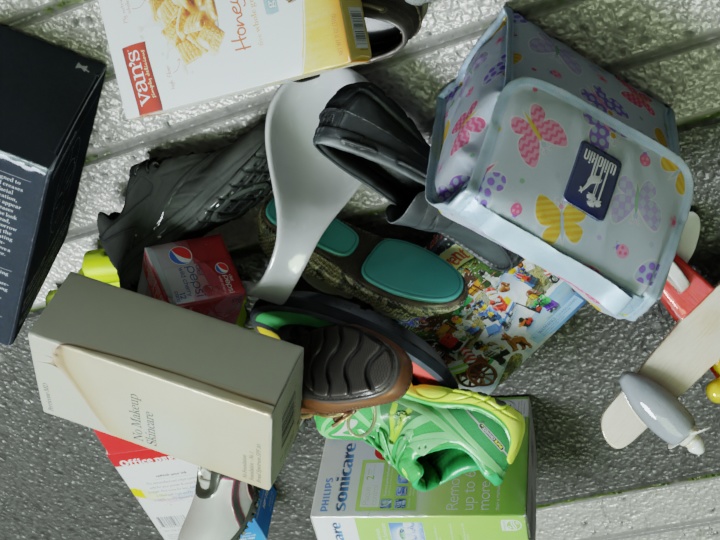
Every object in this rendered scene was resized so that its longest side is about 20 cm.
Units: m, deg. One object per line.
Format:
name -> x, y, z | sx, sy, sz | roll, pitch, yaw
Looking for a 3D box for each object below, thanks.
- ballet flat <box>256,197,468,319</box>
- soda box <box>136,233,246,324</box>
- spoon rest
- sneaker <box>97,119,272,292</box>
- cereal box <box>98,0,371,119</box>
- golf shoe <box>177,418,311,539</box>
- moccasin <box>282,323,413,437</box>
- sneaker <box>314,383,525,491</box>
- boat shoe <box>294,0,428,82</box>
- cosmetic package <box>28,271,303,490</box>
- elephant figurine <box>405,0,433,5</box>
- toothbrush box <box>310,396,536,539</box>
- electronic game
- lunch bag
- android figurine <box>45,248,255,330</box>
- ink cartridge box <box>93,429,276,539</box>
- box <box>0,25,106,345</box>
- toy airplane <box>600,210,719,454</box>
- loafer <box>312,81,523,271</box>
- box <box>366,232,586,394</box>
ballet flat -> 0.000, 0.000, 1.020 | 0.198, 0.068, 0.076 | 24, 140, 17
soda box -> -0.156, 0.059, 1.030 | 0.069, 0.064, 0.201 | -11, 147, -26
spoon rest -> -0.044, -0.065, 0.954 | 0.098, 0.061, 0.202 | 16, 101, -21
sneaker -> -0.147, -0.067, 1.004 | 0.199, 0.076, 0.091 | -38, 77, 15
cereal box -> -0.098, -0.197, 0.853 | 0.198, 0.039, 0.146 | -10, 96, 28
golf shoe -> -0.130, 0.183, 1.138 | 0.088, 0.201, 0.077 | 42, 155, -31
moccasin -> -0.022, 0.092, 0.985 | 0.077, 0.074, 0.200 | 28, 152, -29
sneaker -> 0.040, 0.140, 1.017 | 0.198, 0.084, 0.074 | 2, 155, 33
boat shoe -> -0.050, -0.182, 0.893 | 0.198, 0.074, 0.075 | -9, 127, 17
cosmetic package -> -0.147, 0.085, 0.931 | 0.198, 0.073, 0.104 | 16, 138, 11
elephant figurine -> 0.022, -0.286, 0.768 | 0.141, 0.155, 0.200 | -42, 86, -1
toothbrush box -> 0.065, 0.202, 1.141 | 0.197, 0.146, 0.087 | -3, 129, 14
electronic game -> -0.006, 0.076, 1.067 | 0.198, 0.042, 0.200 | 22, 160, 8
lunch bag -> 0.144, -0.073, 0.866 | 0.168, 0.201, 0.127 | 29, 129, -13
android figurine -> -0.192, 0.049, 1.132 | 0.197, 0.041, 0.183 | -3, 128, 15
ink cartridge box -> -0.177, 0.195, 1.230 | 0.115, 0.068, 0.201 | -10, 127, 18
box -> -0.295, -0.068, 0.982 | 0.106, 0.149, 0.201 | 20, 130, -7
toy airplane -> 0.297, 0.050, 0.974 | 0.196, 0.141, 0.203 | -1, 108, -10
loafer -> 0.046, -0.059, 0.930 | 0.200, 0.071, 0.068 | 39, 153, -15
box -> 0.109, 0.018, 1.052 | 0.136, 0.038, 0.200 | 29, 128, -14
